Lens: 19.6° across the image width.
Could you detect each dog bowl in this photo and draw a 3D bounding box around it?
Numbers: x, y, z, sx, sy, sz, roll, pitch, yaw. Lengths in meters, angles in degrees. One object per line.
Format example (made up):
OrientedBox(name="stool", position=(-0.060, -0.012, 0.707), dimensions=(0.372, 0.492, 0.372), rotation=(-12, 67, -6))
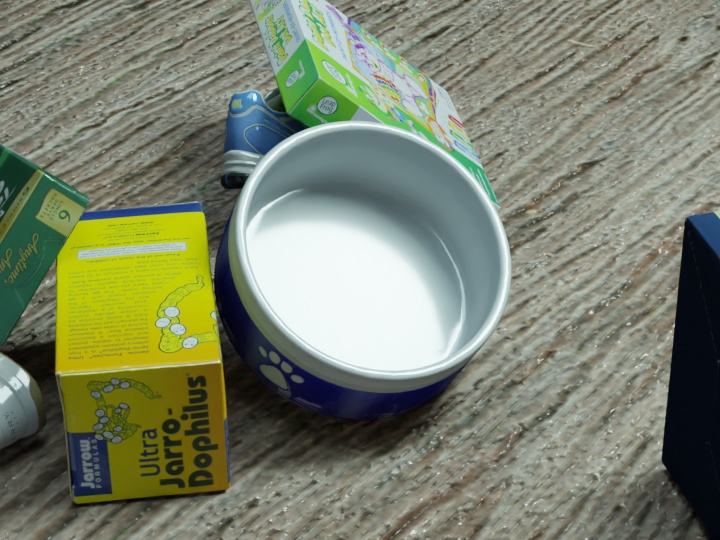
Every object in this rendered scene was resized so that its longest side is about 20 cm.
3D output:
OrientedBox(name="dog bowl", position=(0.000, 0.000, 1.458), dimensions=(0.199, 0.079, 0.201), rotation=(8, 61, -15))

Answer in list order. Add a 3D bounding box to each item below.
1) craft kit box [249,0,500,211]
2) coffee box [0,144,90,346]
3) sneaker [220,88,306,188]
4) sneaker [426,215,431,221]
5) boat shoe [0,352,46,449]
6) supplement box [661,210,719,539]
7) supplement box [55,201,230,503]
OrientedBox(name="craft kit box", position=(0.009, -0.135, 1.671), dimensions=(0.197, 0.049, 0.200), rotation=(31, 21, -28))
OrientedBox(name="coffee box", position=(-0.265, -0.026, 1.505), dimensions=(0.044, 0.123, 0.200), rotation=(33, -1, -24))
OrientedBox(name="sneaker", position=(-0.036, -0.109, 1.671), dimensions=(0.075, 0.078, 0.200), rotation=(-1, 5, 34))
OrientedBox(name="sneaker", position=(-0.006, -0.047, 1.605), dimensions=(0.199, 0.088, 0.074), rotation=(15, 37, 23))
OrientedBox(name="boat shoe", position=(-0.308, 0.070, 1.454), dimensions=(0.199, 0.071, 0.069), rotation=(24, 44, 35))
OrientedBox(name="supplement box", position=(0.314, 0.066, 1.319), dimensions=(0.199, 0.201, 0.134), rotation=(-9, 35, -14))
OrientedBox(name="supplement box", position=(-0.152, 0.053, 1.439), dimensions=(0.109, 0.109, 0.200), rotation=(-5, 34, -5))
